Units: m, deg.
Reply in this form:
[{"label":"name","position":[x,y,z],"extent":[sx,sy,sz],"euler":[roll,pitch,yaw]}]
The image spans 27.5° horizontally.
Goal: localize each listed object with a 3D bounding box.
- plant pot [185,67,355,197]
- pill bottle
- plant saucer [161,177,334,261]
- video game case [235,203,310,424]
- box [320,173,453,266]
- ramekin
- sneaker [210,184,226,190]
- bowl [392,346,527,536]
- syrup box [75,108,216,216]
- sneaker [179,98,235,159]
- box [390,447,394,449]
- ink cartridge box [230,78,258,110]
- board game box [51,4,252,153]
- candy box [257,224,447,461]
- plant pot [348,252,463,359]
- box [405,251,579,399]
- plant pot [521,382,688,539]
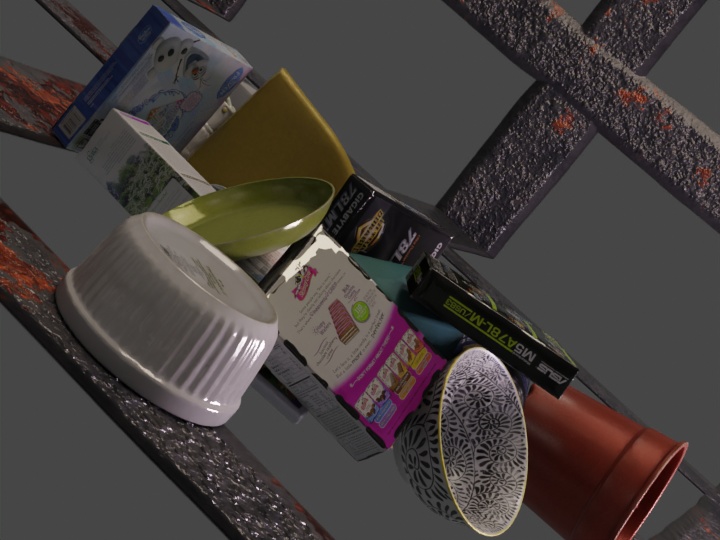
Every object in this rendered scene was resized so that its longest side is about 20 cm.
[{"label":"plant pot","position":[-0.102,-0.121,1.981],"extent":[0.200,0.195,0.194],"euler":[47,0,1]},{"label":"pill bottle","position":[0.145,0.137,1.751],"extent":[0.112,0.112,0.200],"euler":[39,20,-3]},{"label":"plant saucer","position":[-0.120,-0.048,1.507],"extent":[0.200,0.198,0.031],"euler":[-111,-173,-70]},{"label":"video game case","position":[-0.088,0.039,1.547],"extent":[0.200,0.022,0.182],"euler":[41,50,6]},{"label":"box","position":[0.000,0.000,1.828],"extent":[0.050,0.201,0.198],"euler":[41,8,38]},{"label":"ramekin","position":[-0.167,0.037,1.341],"extent":[0.200,0.105,0.200],"euler":[39,11,-9]},{"label":"sneaker","position":[-0.134,-0.026,1.871],"extent":[0.200,0.073,0.071],"euler":[46,-5,4]},{"label":"bowl","position":[0.096,0.186,1.583],"extent":[0.200,0.094,0.202],"euler":[20,66,-55]},{"label":"syrup box","position":[-0.236,-0.096,1.734],"extent":[0.200,0.079,0.081],"euler":[44,11,23]},{"label":"sneaker","position":[-0.226,-0.203,2.033],"extent":[0.074,0.116,0.200],"euler":[49,-9,-20]},{"label":"box","position":[0.029,0.170,1.656],"extent":[0.200,0.042,0.039],"euler":[33,11,-38]},{"label":"ink cartridge box","position":[-0.220,-0.228,2.169],"extent":[0.200,0.145,0.084],"euler":[46,12,31]},{"label":"board game box","position":[-0.256,-0.216,1.830],"extent":[0.043,0.200,0.199],"euler":[48,12,25]},{"label":"candy box","position":[-0.022,0.074,1.490],"extent":[0.200,0.061,0.137],"euler":[48,51,-11]},{"label":"plant pot","position":[-0.017,0.065,1.695],"extent":[0.199,0.142,0.141],"euler":[18,22,-39]},{"label":"box","position":[0.141,0.056,1.621],"extent":[0.193,0.048,0.200],"euler":[36,5,-4]},{"label":"plant pot","position":[0.273,0.244,1.842],"extent":[0.195,0.202,0.201],"euler":[34,8,20]}]
